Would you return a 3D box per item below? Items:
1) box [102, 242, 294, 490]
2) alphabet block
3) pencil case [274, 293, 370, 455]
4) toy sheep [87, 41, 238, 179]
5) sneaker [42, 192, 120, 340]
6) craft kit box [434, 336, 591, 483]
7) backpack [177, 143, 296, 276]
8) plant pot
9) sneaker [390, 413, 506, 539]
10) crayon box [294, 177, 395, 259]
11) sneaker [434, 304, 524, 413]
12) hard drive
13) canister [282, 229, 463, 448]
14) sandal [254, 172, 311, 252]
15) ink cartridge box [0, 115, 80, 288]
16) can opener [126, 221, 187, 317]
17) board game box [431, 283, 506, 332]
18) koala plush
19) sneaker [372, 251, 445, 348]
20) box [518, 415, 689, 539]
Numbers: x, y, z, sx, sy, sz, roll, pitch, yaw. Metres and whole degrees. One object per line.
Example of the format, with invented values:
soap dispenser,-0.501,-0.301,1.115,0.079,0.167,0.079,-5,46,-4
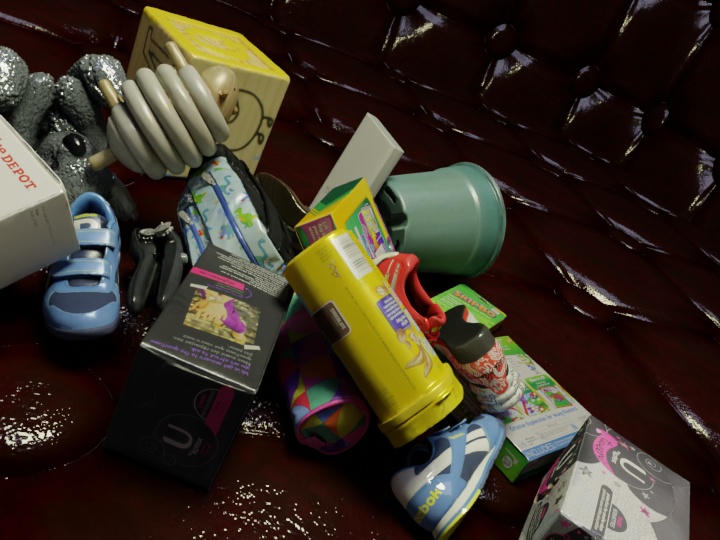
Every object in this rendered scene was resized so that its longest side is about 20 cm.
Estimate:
box,-0.143,0.081,0.638,0.105,0.123,0.201,24,26,-6
alphabet block,-0.265,-0.283,1.102,0.194,0.202,0.196,-2,38,-45
pencil case,-0.054,0.104,0.733,0.087,0.089,0.201,12,28,-27
toy sheep,-0.230,-0.177,0.784,0.139,0.199,0.138,57,-3,5
sneaker,-0.284,-0.007,0.685,0.073,0.083,0.201,0,33,-21
craft kit box,0.199,0.172,0.889,0.198,0.049,0.198,0,39,-44
backpack,-0.149,-0.038,0.821,0.153,0.164,0.200,-37,45,-17
plant pot,0.103,-0.079,1.108,0.194,0.202,0.201,-6,40,-36
sneaker,0.097,0.198,0.711,0.082,0.075,0.200,31,25,15
crayon box,0.000,0.000,0.868,0.202,0.058,0.173,67,22,-15
sneaker,0.142,0.112,0.838,0.109,0.067,0.201,58,-1,-7
hard drive,-0.014,-0.139,1.075,0.026,0.201,0.132,20,25,-32
canister,0.013,0.062,0.683,0.201,0.086,0.149,56,5,5
sandal,-0.094,-0.075,1.031,0.199,0.082,0.055,32,10,13
ink cartridge box,-0.381,-0.042,0.595,0.199,0.087,0.146,-32,59,-32
can opener,-0.216,0.001,0.718,0.062,0.080,0.200,-12,21,-13
board game box,0.154,0.074,1.046,0.095,0.030,0.199,38,31,20
koala plush,-0.366,-0.137,0.827,0.176,0.184,0.202,-12,66,-40
sneaker,0.063,0.077,0.775,0.077,0.084,0.203,-31,105,-58
box,0.247,0.264,0.682,0.131,0.116,0.200,34,26,15
